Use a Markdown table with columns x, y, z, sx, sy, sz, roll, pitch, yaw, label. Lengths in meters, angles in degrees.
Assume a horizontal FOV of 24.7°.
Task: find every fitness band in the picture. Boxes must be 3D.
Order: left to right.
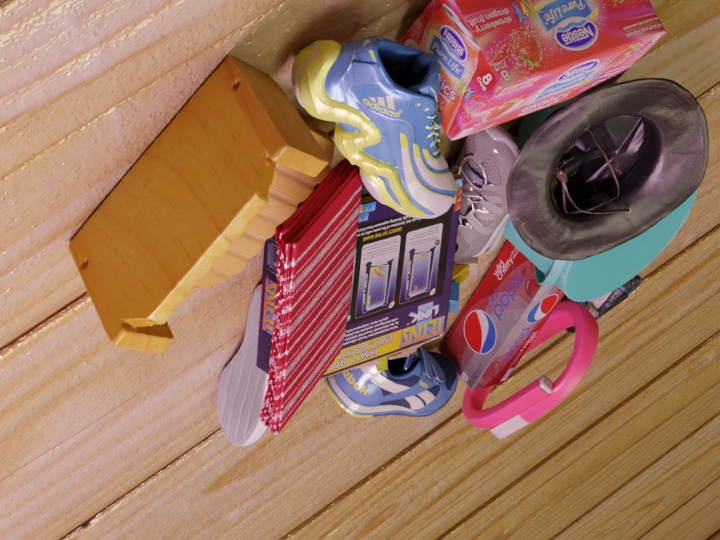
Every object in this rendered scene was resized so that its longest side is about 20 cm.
| x | y | z | sx | sy | sz | roll | pitch | yaw | label |
| --- | --- | --- | --- | --- | --- | --- | --- | --- | --- |
| 0.194 | 0.113 | 1.898 | 0.199 | 0.037 | 0.144 | -36 | -154 | 39 | fitness band |

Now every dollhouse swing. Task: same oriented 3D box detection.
| x | y | z | sx | sy | sz | roll | pitch | yaw | label |
| --- | --- | --- | --- | --- | --- | --- | --- | --- | --- |
| -0.092 | -0.029 | 1.282 | 0.200 | 0.182 | 0.175 | -47 | 133 | 12 | dollhouse swing |

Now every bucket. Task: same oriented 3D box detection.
| x | y | z | sx | sy | sz | roll | pitch | yaw | label |
| --- | --- | --- | --- | --- | --- | --- | --- | --- | --- |
| 0.231 | -0.077 | 1.656 | 0.206 | 0.135 | 0.208 | -31 | 151 | -19 | bucket |

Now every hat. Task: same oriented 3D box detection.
| x | y | z | sx | sy | sz | roll | pitch | yaw | label |
| --- | --- | --- | --- | --- | --- | --- | --- | --- | --- |
| 0.216 | -0.108 | 1.506 | 0.198 | 0.081 | 0.202 | -9 | 128 | -12 | hat |

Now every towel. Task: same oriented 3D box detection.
| x | y | z | sx | sy | sz | roll | pitch | yaw | label |
| --- | --- | --- | --- | --- | --- | --- | --- | --- | --- |
| -0.039 | 0.018 | 1.355 | 0.145 | 0.022 | 0.202 | -51 | 154 | -51 | towel |

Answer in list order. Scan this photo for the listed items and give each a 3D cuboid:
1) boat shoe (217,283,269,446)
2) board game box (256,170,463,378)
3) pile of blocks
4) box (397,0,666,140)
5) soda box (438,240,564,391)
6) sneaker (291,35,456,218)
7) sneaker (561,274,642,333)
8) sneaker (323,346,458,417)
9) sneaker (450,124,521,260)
| x | y | z | sx | sy | sz | roll | pitch | yaw | label |
| --- | --- | --- | --- | --- | --- | --- | --- | --- | --- |
| -0.080 | 0.089 | 1.568 | 0.066 | 0.074 | 0.201 | -15 | 143 | -36 | boat shoe |
| 0.000 | 0.000 | 1.497 | 0.199 | 0.056 | 0.167 | -16 | 123 | -40 | board game box |
| 0.049 | 0.051 | 1.673 | 0.199 | 0.082 | 0.062 | -33 | 153 | -16 | pile of blocks |
| 0.145 | -0.195 | 1.375 | 0.199 | 0.100 | 0.095 | -21 | 168 | -33 | box |
| 0.167 | 0.039 | 1.823 | 0.063 | 0.070 | 0.201 | -11 | 142 | -43 | soda box |
| 0.037 | -0.114 | 1.308 | 0.104 | 0.076 | 0.200 | -15 | 140 | 38 | sneaker |
| 0.271 | 0.016 | 1.932 | 0.075 | 0.077 | 0.200 | -35 | 171 | -18 | sneaker |
| 0.050 | 0.108 | 1.775 | 0.199 | 0.074 | 0.083 | -3 | 134 | -52 | sneaker |
| 0.107 | -0.065 | 1.576 | 0.082 | 0.075 | 0.201 | -29 | 152 | -24 | sneaker |
